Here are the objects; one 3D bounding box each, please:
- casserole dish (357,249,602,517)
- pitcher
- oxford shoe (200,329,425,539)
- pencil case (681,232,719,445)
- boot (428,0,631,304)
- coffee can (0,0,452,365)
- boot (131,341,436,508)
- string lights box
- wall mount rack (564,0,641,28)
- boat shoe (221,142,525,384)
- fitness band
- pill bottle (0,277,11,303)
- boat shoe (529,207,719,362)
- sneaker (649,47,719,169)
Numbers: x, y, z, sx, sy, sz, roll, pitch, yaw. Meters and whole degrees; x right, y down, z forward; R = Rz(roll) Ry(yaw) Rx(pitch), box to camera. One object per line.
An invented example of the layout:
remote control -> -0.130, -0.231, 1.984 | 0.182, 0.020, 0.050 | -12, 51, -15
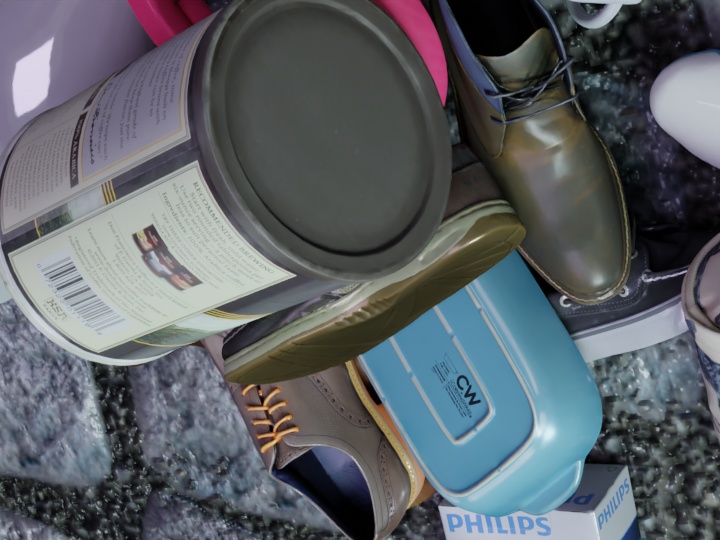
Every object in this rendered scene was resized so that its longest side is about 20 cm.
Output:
casserole dish -> 0.050, 0.044, 1.032 | 0.121, 0.039, 0.200 | -45, 67, 36
pitcher -> -0.181, -0.156, 1.098 | 0.171, 0.121, 0.200 | 36, 117, 17
oxford shoe -> -0.039, 0.071, 1.084 | 0.071, 0.073, 0.200 | -38, 98, 29
pencil case -> 0.218, 0.064, 0.939 | 0.078, 0.089, 0.200 | 37, 158, 46
boot -> 0.079, -0.077, 0.949 | 0.074, 0.097, 0.201 | -24, 82, 8
coffee can -> -0.074, -0.044, 0.936 | 0.200, 0.146, 0.147 | -20, 102, 48
boot -> -0.042, 0.073, 1.166 | 0.188, 0.069, 0.200 | -31, 100, 25
string lights box -> 0.122, 0.216, 1.127 | 0.102, 0.059, 0.201 | -1, 112, 31
wall mount rack -> 0.099, -0.225, 0.920 | 0.174, 0.074, 0.201 | 58, 140, 46
boat shoe -> 0.000, 0.000, 1.005 | 0.200, 0.073, 0.065 | -30, 69, 30
fitness band -> -0.042, -0.133, 0.974 | 0.200, 0.037, 0.144 | 43, 141, -1
pill bottle -> -0.307, -0.045, 1.229 | 0.199, 0.111, 0.111 | 17, 121, 24
boat shoe -> 0.139, 0.002, 1.011 | 0.200, 0.070, 0.066 | -22, 102, 45
sneaker -> 0.228, -0.046, 0.925 | 0.200, 0.072, 0.072 | 32, 128, 16
